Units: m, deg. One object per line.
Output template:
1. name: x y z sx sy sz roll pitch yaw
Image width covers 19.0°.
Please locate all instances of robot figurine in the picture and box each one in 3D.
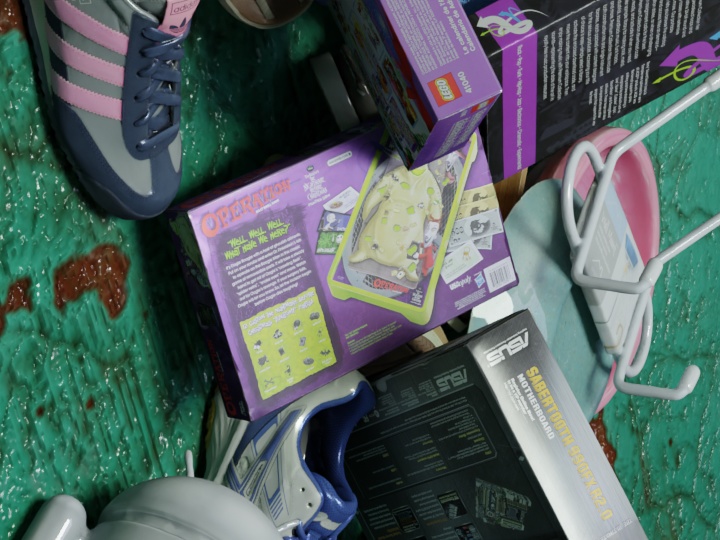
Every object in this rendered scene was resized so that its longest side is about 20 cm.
1. robot figurine: -0.105 0.187 1.083 0.169 0.113 0.200 39 57 -13

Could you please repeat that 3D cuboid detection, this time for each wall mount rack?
1. wall mount rack: 0.189 -0.024 1.333 0.174 0.074 0.200 -68 149 -30

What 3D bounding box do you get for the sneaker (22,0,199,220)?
1. sneaker: -0.111 -0.111 1.049 0.070 0.082 0.201 -46 132 -43

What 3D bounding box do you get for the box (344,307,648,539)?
1. box: 0.063 0.120 1.201 0.048 0.200 0.159 -28 90 -31

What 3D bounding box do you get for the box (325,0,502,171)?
1. box: 0.005 -0.158 1.109 0.201 0.039 0.137 64 -7 5

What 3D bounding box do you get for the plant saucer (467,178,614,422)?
1. plant saucer: 0.124 0.044 1.351 0.201 0.039 0.202 -30 125 -55

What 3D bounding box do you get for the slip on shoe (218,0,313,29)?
1. slip on shoe: -0.081 -0.220 1.103 0.076 0.061 0.201 -29 113 -3

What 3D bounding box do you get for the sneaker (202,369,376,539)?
1. sneaker: -0.050 0.140 1.181 0.075 0.088 0.201 23 78 -57

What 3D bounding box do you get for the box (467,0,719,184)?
1. box: 0.150 -0.138 1.234 0.199 0.036 0.143 -27 154 -10

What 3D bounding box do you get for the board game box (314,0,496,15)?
1. board game box: 0.032 -0.209 1.231 0.199 0.039 0.159 21 83 -15

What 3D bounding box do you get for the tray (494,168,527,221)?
1. tray: 0.078 -0.125 1.374 0.099 0.037 0.201 21 79 -56

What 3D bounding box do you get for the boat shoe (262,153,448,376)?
1. boat shoe: 0.000 0.000 1.254 0.200 0.071 0.076 47 46 -49

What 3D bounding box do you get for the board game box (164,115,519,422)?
1. board game box: -0.005 -0.012 1.171 0.199 0.032 0.121 -25 111 -33

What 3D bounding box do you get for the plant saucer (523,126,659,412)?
1. plant saucer: 0.145 0.000 1.469 0.200 0.051 0.202 -27 122 -55

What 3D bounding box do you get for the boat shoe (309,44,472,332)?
1. boat shoe: 0.037 -0.051 1.266 0.060 0.072 0.202 -28 120 1
